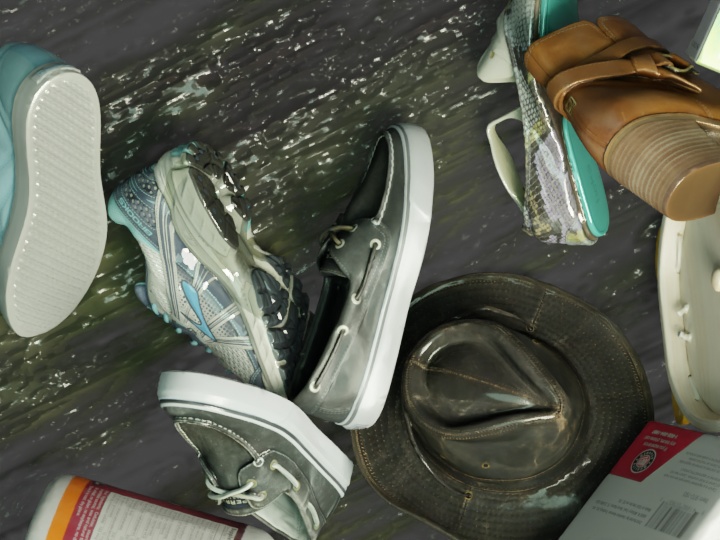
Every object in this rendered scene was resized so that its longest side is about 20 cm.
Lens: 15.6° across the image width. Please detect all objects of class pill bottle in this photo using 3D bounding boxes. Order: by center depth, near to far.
[{"bbox_3d":[-0.118,0.209,1.713,0.200,0.110,0.110,16,103,3],"label":"pill bottle"}]

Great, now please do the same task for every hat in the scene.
[{"bbox_3d":[0.087,0.079,1.670,0.200,0.081,0.201,-2,69,6],"label":"hat"}]

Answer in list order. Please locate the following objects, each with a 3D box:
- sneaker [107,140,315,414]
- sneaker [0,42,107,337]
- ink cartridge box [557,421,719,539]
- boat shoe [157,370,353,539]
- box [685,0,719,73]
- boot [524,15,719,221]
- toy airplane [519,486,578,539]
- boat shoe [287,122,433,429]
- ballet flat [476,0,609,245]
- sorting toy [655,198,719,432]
[{"bbox_3d":[-0.094,0.014,1.709,0.086,0.078,0.200,-19,106,25],"label":"sneaker"},{"bbox_3d":[-0.210,-0.056,1.690,0.074,0.082,0.200,-11,126,-34],"label":"sneaker"},{"bbox_3d":[0.175,0.199,1.590,0.083,0.145,0.200,42,79,-19],"label":"ink cartridge box"},{"bbox_3d":[-0.065,0.123,1.670,0.072,0.200,0.071,4,69,34],"label":"boat shoe"},{"bbox_3d":[0.316,-0.156,1.582,0.200,0.036,0.144,21,102,-6],"label":"box"},{"bbox_3d":[0.208,-0.096,1.626,0.200,0.155,0.077,-11,134,-35],"label":"boot"},{"bbox_3d":[0.115,0.248,1.723,0.200,0.141,0.199,-39,102,7],"label":"toy airplane"},{"bbox_3d":[0.000,0.000,1.675,0.057,0.069,0.200,13,84,-23],"label":"boat shoe"},{"bbox_3d":[0.109,-0.111,1.680,0.072,0.072,0.200,-9,102,1],"label":"ballet flat"},{"bbox_3d":[0.291,0.026,1.684,0.180,0.107,0.200,3,65,-13],"label":"sorting toy"}]
